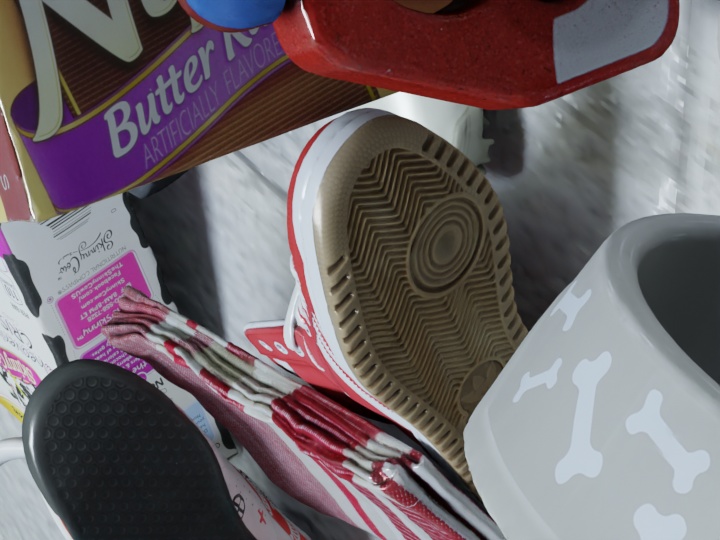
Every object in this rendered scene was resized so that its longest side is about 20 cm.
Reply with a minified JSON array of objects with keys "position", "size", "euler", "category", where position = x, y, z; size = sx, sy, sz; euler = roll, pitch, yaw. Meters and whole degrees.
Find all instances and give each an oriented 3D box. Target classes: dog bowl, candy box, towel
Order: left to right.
[{"position":[-0.137,-0.006,1.202],"size":[0.136,0.061,0.201],"euler":[35,154,48],"category":"candy box"},{"position":[-0.038,-0.099,0.857],"size":[0.056,0.199,0.117],"euler":[1,109,60],"category":"candy box"},{"position":[0.000,0.078,1.026],"size":[0.144,0.023,0.200],"euler":[43,170,-35],"category":"towel"},{"position":[0.126,0.054,0.685],"size":[0.200,0.199,0.059],"euler":[43,117,41],"category":"dog bowl"}]

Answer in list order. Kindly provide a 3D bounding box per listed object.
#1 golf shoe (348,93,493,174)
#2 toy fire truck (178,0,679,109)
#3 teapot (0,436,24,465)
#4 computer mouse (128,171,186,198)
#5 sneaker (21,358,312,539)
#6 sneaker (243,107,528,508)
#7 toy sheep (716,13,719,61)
[{"position":[-0.025,-0.109,0.942],"size":[0.078,0.097,0.201],"euler":[-17,95,61],"category":"golf shoe"},{"position":[0.008,-0.138,0.781],"size":[0.112,0.167,0.201],"euler":[-2,107,62],"category":"toy fire truck"},{"position":[-0.123,0.207,1.288],"size":[0.146,0.198,0.200],"euler":[-30,125,27],"category":"teapot"},{"position":[-0.068,-0.125,1.056],"size":[0.139,0.052,0.201],"euler":[-132,39,-61],"category":"computer mouse"},{"position":[-0.080,0.093,1.135],"size":[0.201,0.067,0.108],"euler":[44,173,-34],"category":"sneaker"},{"position":[0.000,0.000,0.925],"size":[0.112,0.071,0.200],"euler":[36,166,37],"category":"sneaker"},{"position":[0.152,-0.029,0.643],"size":[0.138,0.138,0.200],"euler":[22,149,55],"category":"toy sheep"}]
